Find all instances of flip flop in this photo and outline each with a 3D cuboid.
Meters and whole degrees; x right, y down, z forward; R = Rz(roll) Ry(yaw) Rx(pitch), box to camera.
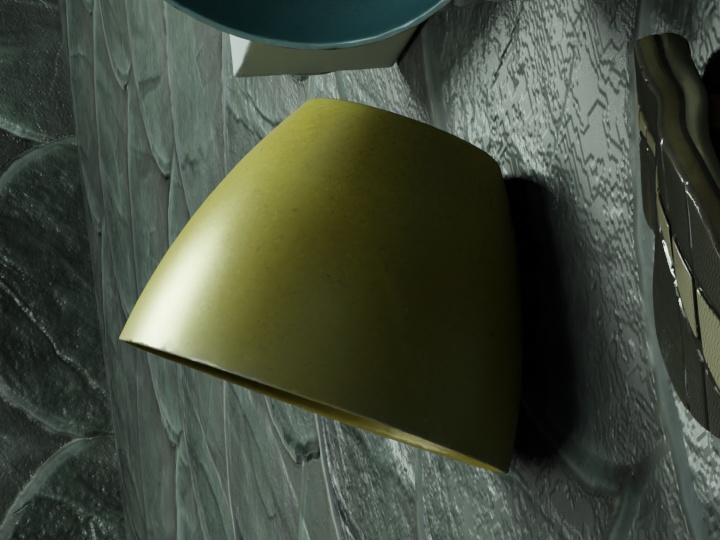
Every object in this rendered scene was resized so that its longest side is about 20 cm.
[{"bbox_3d":[0.127,-0.020,0.694,0.200,0.057,0.082,-88,-4,-59],"label":"flip flop"}]

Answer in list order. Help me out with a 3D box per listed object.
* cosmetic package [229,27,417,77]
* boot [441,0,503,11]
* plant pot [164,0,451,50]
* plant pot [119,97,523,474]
[{"bbox_3d":[-0.012,-0.171,1.109,0.200,0.101,0.075,136,128,-71],"label":"cosmetic package"},{"bbox_3d":[0.043,-0.202,0.853,0.074,0.095,0.201,80,179,-66],"label":"boot"},{"bbox_3d":[-0.011,-0.202,0.755,0.135,0.199,0.201,-53,-23,-46],"label":"plant pot"},{"bbox_3d":[0.000,0.000,0.999,0.200,0.199,0.143,177,113,-77],"label":"plant pot"}]
